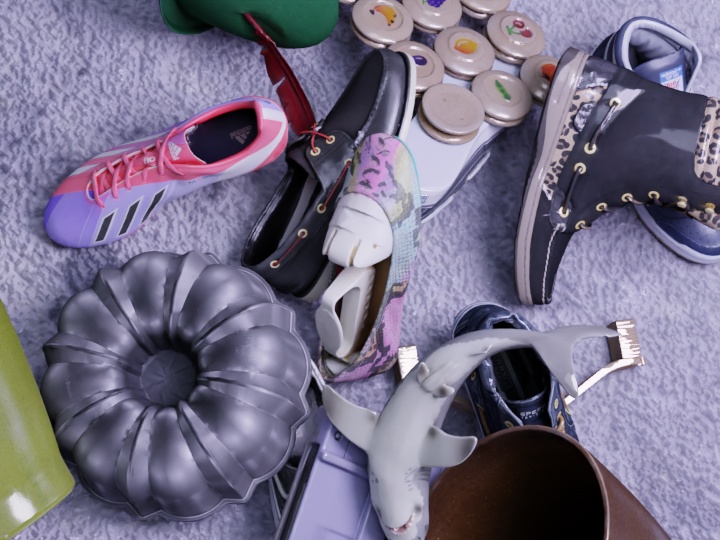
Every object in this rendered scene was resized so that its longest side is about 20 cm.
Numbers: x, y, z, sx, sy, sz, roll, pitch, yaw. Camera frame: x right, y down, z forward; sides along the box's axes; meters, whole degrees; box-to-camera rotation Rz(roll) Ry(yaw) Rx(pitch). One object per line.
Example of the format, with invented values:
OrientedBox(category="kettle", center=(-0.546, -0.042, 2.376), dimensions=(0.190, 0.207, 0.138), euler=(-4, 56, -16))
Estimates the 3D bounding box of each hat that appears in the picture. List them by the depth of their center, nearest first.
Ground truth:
OrientedBox(category="hat", center=(-0.034, -0.186, 1.554), dimensions=(0.166, 0.200, 0.176), euler=(-43, 73, -10))

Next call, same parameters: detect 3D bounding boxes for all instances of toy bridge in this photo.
OrientedBox(category="toy bridge", center=(0.125, 0.081, 1.590), dimensions=(0.199, 0.027, 0.067), euler=(-6, 77, -14))

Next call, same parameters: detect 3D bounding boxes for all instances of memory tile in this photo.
OrientedBox(category="memory tile", center=(0.069, -0.189, 1.626), dimensions=(0.153, 0.017, 0.200), euler=(-19, 62, -30))

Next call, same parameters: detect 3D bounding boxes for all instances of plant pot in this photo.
OrientedBox(category="plant pot", center=(-0.297, 0.103, 1.417), dimensions=(0.200, 0.200, 0.193), euler=(-35, 95, -20))
OrientedBox(category="plant pot", center=(0.158, 0.232, 1.466), dimensions=(0.200, 0.187, 0.187), euler=(32, 65, -38))

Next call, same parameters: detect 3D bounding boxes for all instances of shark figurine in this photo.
OrientedBox(category="shark figurine", center=(0.066, 0.083, 1.442), dimensions=(0.128, 0.089, 0.215), euler=(47, 112, 9))

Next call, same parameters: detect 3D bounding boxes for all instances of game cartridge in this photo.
OrientedBox(category="game cartridge", center=(-0.005, 0.210, 1.473), dimensions=(0.129, 0.038, 0.200), euler=(24, 78, -27))

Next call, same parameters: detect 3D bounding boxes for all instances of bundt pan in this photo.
OrientedBox(category="bundt pan", center=(-0.138, 0.074, 1.477), dimensions=(0.201, 0.076, 0.202), euler=(-2, 76, 8))

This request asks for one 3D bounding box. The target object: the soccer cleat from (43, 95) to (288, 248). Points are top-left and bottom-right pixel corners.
OrientedBox(category="soccer cleat", center=(-0.147, -0.076, 1.529), dimensions=(0.200, 0.076, 0.067), euler=(-22, 79, 5))

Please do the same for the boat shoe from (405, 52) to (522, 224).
OrientedBox(category="boat shoe", center=(0.072, -0.103, 1.617), dimensions=(0.072, 0.068, 0.200), euler=(30, 50, 5))

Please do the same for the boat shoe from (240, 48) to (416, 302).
OrientedBox(category="boat shoe", center=(-0.022, -0.076, 1.548), dimensions=(0.063, 0.074, 0.202), euler=(25, 96, -30))

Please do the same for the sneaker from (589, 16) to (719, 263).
OrientedBox(category="sneaker", center=(0.244, -0.105, 1.630), dimensions=(0.070, 0.109, 0.200), euler=(-25, 80, -18))

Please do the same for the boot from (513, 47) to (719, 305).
OrientedBox(category="boot", center=(0.201, -0.057, 1.574), dimensions=(0.150, 0.073, 0.201), euler=(13, 100, 9))

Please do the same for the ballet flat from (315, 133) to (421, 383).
OrientedBox(category="ballet flat", center=(0.000, 0.000, 1.507), dimensions=(0.069, 0.200, 0.071), euler=(28, 37, 30))

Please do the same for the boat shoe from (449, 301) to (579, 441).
OrientedBox(category="boat shoe", center=(0.124, 0.119, 1.524), dimensions=(0.071, 0.091, 0.201), euler=(-26, 96, -6))

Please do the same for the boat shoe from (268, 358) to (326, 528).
OrientedBox(category="boat shoe", center=(-0.035, 0.148, 1.514), dimensions=(0.071, 0.064, 0.200), euler=(-19, 78, -17))
